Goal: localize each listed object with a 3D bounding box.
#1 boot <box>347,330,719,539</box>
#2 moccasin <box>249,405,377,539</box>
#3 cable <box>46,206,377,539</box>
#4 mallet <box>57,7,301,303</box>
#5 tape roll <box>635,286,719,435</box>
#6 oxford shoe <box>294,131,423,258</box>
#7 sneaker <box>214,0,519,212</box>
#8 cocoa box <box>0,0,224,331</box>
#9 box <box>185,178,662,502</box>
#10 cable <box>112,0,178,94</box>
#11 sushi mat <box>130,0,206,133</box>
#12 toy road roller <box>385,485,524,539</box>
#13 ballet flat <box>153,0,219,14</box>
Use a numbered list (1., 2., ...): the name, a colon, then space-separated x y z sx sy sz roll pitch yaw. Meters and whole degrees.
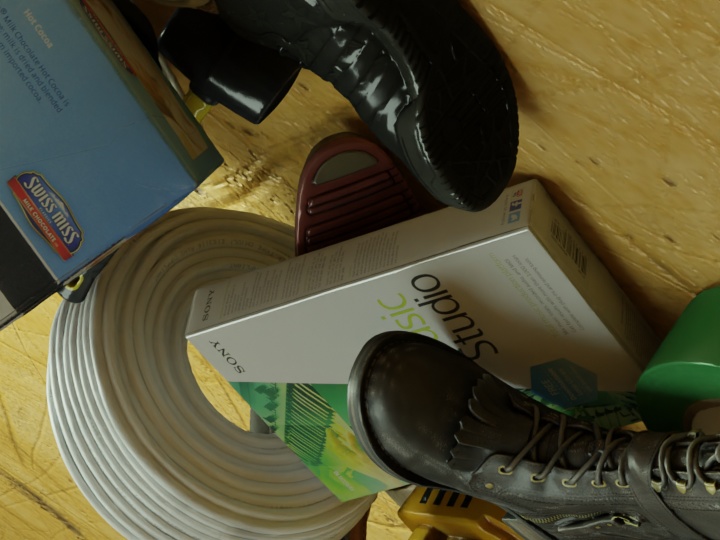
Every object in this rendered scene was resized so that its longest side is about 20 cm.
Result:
1. boot: 0.111 0.082 1.167 0.200 0.069 0.174 31 159 -34
2. moccasin: -0.029 0.117 1.487 0.078 0.074 0.201 51 -162 -46
3. cable: -0.068 0.063 1.376 0.200 0.200 0.069 25 142 -21
4. mallet: -0.108 -0.059 1.262 0.066 0.041 0.200 44 126 -4
5. tape roll: 0.222 0.086 1.167 0.200 0.048 0.200 32 161 12
6. oxford shoe: 0.000 0.000 1.315 0.075 0.070 0.200 -110 6 -48
7. sneaker: -0.012 -0.110 1.089 0.104 0.060 0.200 15 147 44
8. cocoa box: -0.170 -0.086 1.114 0.200 0.131 0.133 55 -175 -5
9. box: 0.035 0.039 1.255 0.200 0.036 0.144 -17 131 31
10. cable: -0.178 -0.097 1.202 0.200 0.163 0.051 64 -166 -14
11. sushi mat: -0.150 -0.115 1.255 0.096 0.012 0.200 -16 125 18
12. toy road roller: 0.069 0.153 1.432 0.123 0.146 0.200 47 159 -19
13. ballet flat: -0.105 -0.160 1.112 0.070 0.065 0.200 6 147 48
